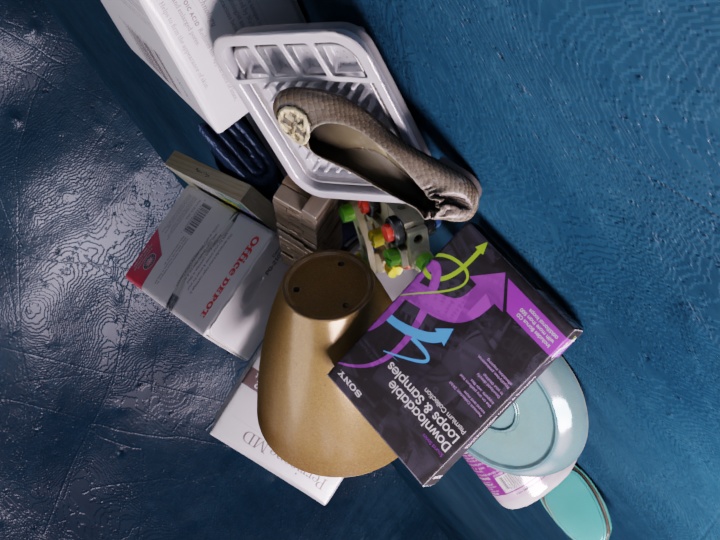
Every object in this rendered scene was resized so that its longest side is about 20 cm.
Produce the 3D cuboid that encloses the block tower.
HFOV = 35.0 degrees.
[{"bbox_3d":[-0.055,-0.052,1.225,0.058,0.054,0.200,30,162,8],"label":"block tower"}]

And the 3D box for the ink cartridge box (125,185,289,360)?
[{"bbox_3d":[-0.175,0.000,1.391,0.200,0.145,0.084,29,173,46],"label":"ink cartridge box"}]

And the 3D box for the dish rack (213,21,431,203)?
[{"bbox_3d":[-0.024,-0.145,1.020,0.171,0.044,0.200,6,141,37],"label":"dish rack"}]

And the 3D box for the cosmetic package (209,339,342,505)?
[{"bbox_3d":[-0.061,0.147,1.388,0.164,0.201,0.165,32,177,-3],"label":"cosmetic package"}]

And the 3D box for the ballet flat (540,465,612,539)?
[{"bbox_3d":[0.240,0.253,1.404,0.200,0.067,0.070,48,-166,17],"label":"ballet flat"}]

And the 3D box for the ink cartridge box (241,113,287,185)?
[{"bbox_3d":[-0.122,-0.181,1.399,0.094,0.044,0.200,43,169,48],"label":"ink cartridge box"}]

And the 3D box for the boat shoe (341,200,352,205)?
[{"bbox_3d":[-0.029,-0.131,1.169,0.072,0.065,0.200,22,158,25],"label":"boat shoe"}]

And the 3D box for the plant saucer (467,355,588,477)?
[{"bbox_3d":[0.141,0.134,1.184,0.199,0.027,0.201,24,130,31],"label":"plant saucer"}]

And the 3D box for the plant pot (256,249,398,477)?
[{"bbox_3d":[-0.026,0.081,1.173,0.186,0.186,0.201,45,155,33],"label":"plant pot"}]

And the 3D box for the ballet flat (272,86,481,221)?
[{"bbox_3d":[0.009,-0.094,0.976,0.199,0.046,0.067,29,150,3],"label":"ballet flat"}]

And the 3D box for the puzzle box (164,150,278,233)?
[{"bbox_3d":[-0.149,-0.083,1.424,0.200,0.025,0.133,27,169,49],"label":"puzzle box"}]

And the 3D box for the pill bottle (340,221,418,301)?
[{"bbox_3d":[0.000,0.000,1.391,0.111,0.111,0.200,54,170,-18],"label":"pill bottle"}]

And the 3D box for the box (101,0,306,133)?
[{"bbox_3d":[-0.167,-0.275,1.085,0.199,0.131,0.200,43,167,39],"label":"box"}]

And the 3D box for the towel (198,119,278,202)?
[{"bbox_3d":[-0.147,-0.132,1.428,0.112,0.048,0.200,50,173,3],"label":"towel"}]

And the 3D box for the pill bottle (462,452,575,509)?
[{"bbox_3d":[0.148,0.162,1.304,0.200,0.112,0.112,53,170,-4],"label":"pill bottle"}]

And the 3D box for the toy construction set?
[{"bbox_3d":[0.047,-0.021,1.150,0.200,0.092,0.132,33,141,45],"label":"toy construction set"}]

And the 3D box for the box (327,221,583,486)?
[{"bbox_3d":[0.082,0.076,1.038,0.143,0.200,0.036,46,-166,21],"label":"box"}]
